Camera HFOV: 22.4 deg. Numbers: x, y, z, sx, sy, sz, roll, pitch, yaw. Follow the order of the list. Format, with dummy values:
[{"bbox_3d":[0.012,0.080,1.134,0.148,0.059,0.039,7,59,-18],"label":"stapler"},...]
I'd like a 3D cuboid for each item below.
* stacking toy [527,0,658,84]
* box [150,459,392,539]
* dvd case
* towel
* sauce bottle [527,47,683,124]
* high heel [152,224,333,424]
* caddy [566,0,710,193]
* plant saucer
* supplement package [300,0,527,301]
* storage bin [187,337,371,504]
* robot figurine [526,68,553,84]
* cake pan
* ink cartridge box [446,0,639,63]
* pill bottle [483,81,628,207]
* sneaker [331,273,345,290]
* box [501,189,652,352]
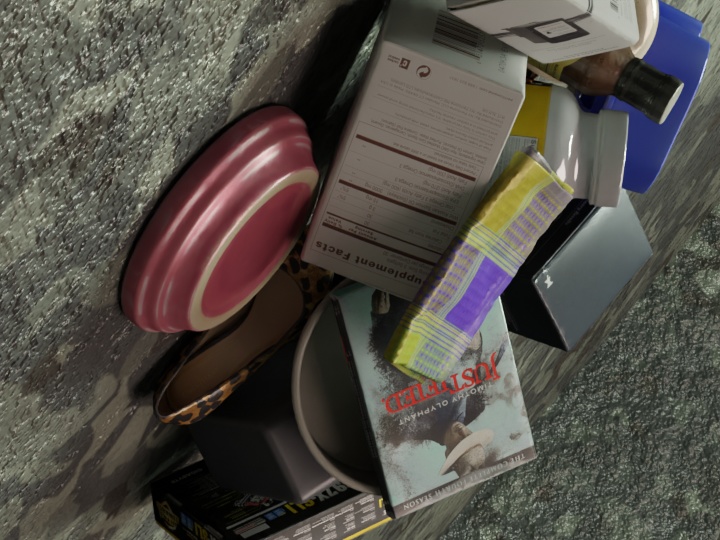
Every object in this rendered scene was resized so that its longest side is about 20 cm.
[{"bbox_3d":[0.211,-0.273,1.668,0.147,0.145,0.200,-64,180,37],"label":"stacking toy"},{"bbox_3d":[-0.071,0.208,1.687,0.199,0.159,0.050,-22,120,-30],"label":"box"},{"bbox_3d":[0.063,0.089,1.515,0.145,0.022,0.201,-20,108,-21],"label":"dvd case"},{"bbox_3d":[0.093,0.000,1.419,0.201,0.023,0.144,-54,159,-1],"label":"towel"},{"bbox_3d":[0.178,-0.191,1.535,0.065,0.199,0.065,-56,169,-17],"label":"sauce bottle"},{"bbox_3d":[-0.094,0.047,1.502,0.200,0.071,0.143,-52,174,32],"label":"high heel"},{"bbox_3d":[0.250,-0.172,1.735,0.142,0.104,0.201,-79,-170,-66],"label":"caddy"},{"bbox_3d":[-0.096,-0.029,1.372,0.201,0.051,0.201,-48,164,-18],"label":"plant saucer"},{"bbox_3d":[0.043,-0.095,1.412,0.117,0.117,0.201,-77,-172,-58],"label":"supplement package"},{"bbox_3d":[-0.061,0.125,1.617,0.134,0.146,0.200,-33,-163,-29],"label":"storage bin"},{"bbox_3d":[0.154,-0.165,1.729,0.200,0.058,0.146,-48,143,-55],"label":"robot figurine"},{"bbox_3d":[0.028,0.088,1.534,0.201,0.200,0.037,-50,-158,-11],"label":"cake pan"},{"bbox_3d":[0.126,-0.243,1.307,0.200,0.083,0.146,11,71,-64],"label":"ink cartridge box"},{"bbox_3d":[0.121,-0.104,1.528,0.112,0.198,0.113,6,90,-85],"label":"pill bottle"},{"bbox_3d":[0.000,0.000,1.716,0.200,0.066,0.091,-41,146,-5],"label":"sneaker"},{"bbox_3d":[0.167,-0.027,1.852,0.148,0.199,0.107,-46,128,-21],"label":"box"}]
